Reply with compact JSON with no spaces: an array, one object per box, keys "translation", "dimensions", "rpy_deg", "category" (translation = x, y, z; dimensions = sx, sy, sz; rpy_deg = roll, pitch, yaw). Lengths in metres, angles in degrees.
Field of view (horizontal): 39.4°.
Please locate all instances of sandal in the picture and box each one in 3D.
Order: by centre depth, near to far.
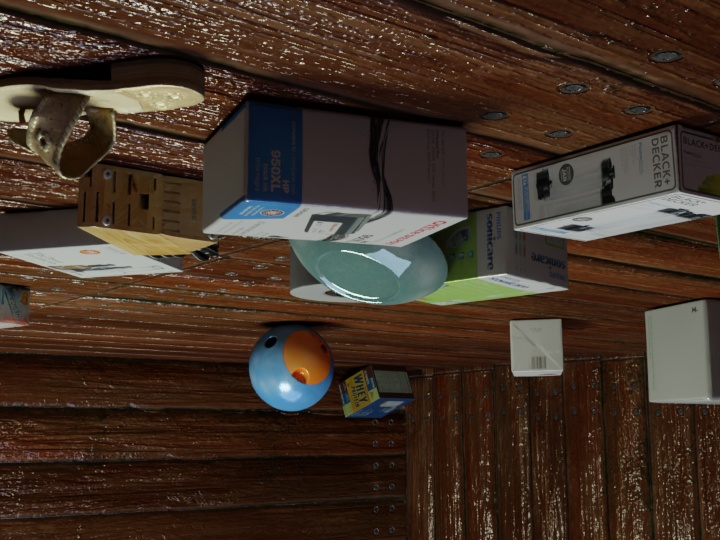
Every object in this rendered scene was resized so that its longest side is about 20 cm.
[{"translation":[-0.210,-0.104,0.746],"dimensions":[0.210,0.070,0.077],"rpy_deg":[-5,170,25],"category":"sandal"}]

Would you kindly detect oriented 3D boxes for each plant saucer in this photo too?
[{"translation":[0.002,-0.007,1.174],"dimensions":[0.199,0.039,0.202],"rpy_deg":[15,151,9],"category":"plant saucer"}]

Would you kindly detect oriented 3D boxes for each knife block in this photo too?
[{"translation":[-0.233,-0.052,1.078],"dimensions":[0.198,0.065,0.175],"rpy_deg":[7,168,-36],"category":"knife block"}]

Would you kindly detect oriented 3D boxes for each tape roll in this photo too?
[{"translation":[0.000,0.000,1.402],"dimensions":[0.198,0.067,0.200],"rpy_deg":[-1,171,0],"category":"tape roll"}]

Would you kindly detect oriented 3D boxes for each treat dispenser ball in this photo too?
[{"translation":[-0.161,0.226,2.348],"dimensions":[0.198,0.203,0.201],"rpy_deg":[0,171,0],"category":"treat dispenser ball"}]

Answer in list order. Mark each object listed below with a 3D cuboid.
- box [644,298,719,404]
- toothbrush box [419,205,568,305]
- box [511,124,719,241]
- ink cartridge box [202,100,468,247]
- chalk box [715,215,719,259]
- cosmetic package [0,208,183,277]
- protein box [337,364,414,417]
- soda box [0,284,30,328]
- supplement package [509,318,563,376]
[{"translation":[0.708,0.171,2.047],"dimensions":[0.170,0.201,0.200],"rpy_deg":[4,170,-21],"category":"box"},{"translation":[0.139,-0.014,1.258],"dimensions":[0.199,0.087,0.145],"rpy_deg":[-7,167,41],"category":"toothbrush box"},{"translation":[0.253,-0.077,0.954],"dimensions":[0.116,0.061,0.199],"rpy_deg":[7,168,-37],"category":"box"},{"translation":[-0.024,-0.077,0.870],"dimensions":[0.198,0.085,0.144],"rpy_deg":[3,171,-22],"category":"ink cartridge box"},{"translation":[0.451,-0.036,1.013],"dimensions":[0.198,0.126,0.124],"rpy_deg":[2,171,-19],"category":"chalk box"},{"translation":[-0.327,-0.032,1.248],"dimensions":[0.149,0.052,0.200],"rpy_deg":[-5,170,13],"category":"cosmetic package"},{"translation":[0.059,0.466,3.849],"dimensions":[0.199,0.136,0.198],"rpy_deg":[9,147,-44],"category":"protein box"},{"translation":[-0.675,0.069,1.789],"dimensions":[0.198,0.069,0.063],"rpy_deg":[-7,168,34],"category":"soda box"},{"translation":[0.415,0.185,2.369],"dimensions":[0.120,0.121,0.200],"rpy_deg":[-3,171,10],"category":"supplement package"}]
